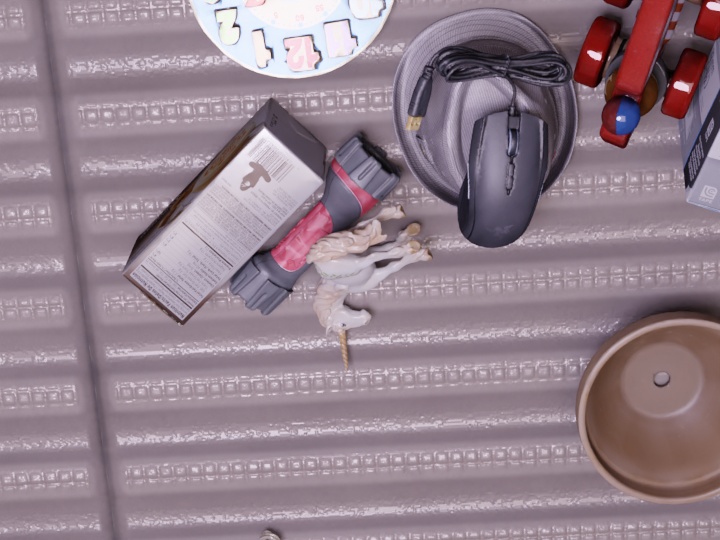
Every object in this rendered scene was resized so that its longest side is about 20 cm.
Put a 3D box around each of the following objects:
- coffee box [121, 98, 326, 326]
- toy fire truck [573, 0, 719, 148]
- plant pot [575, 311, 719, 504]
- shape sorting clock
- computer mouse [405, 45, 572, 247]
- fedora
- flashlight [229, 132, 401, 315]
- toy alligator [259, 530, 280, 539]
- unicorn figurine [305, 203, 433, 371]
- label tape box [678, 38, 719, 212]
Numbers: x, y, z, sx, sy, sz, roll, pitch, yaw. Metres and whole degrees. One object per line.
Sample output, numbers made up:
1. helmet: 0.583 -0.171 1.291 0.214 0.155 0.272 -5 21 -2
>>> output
1. coffee box: -0.128 -0.057 1.307 0.080 0.114 0.200 42 106 -13
2. toy fire truck: 0.251 -0.196 1.205 0.112 0.168 0.200 23 123 11
3. plant pot: 0.313 0.126 1.378 0.201 0.093 0.201 0 110 1
4. shape sorting clock: -0.065 -0.278 1.268 0.200 0.039 0.200 0 110 0
5. computer mouse: 0.106 -0.104 1.224 0.140 0.046 0.200 7 119 -11
6. fedora: 0.120 -0.140 1.287 0.177 0.090 0.200 -11 109 4
7. flashlight: -0.049 -0.043 1.335 0.068 0.068 0.200 43 104 -10
8. toy alligator: -0.088 0.381 1.482 0.059 0.054 0.200 -4 112 29
9. unicorn figurine: 0.000 0.000 1.331 0.137 0.074 0.200 -26 145 9
10. label tape box: 0.350 -0.170 1.217 0.066 0.143 0.200 14 129 0
